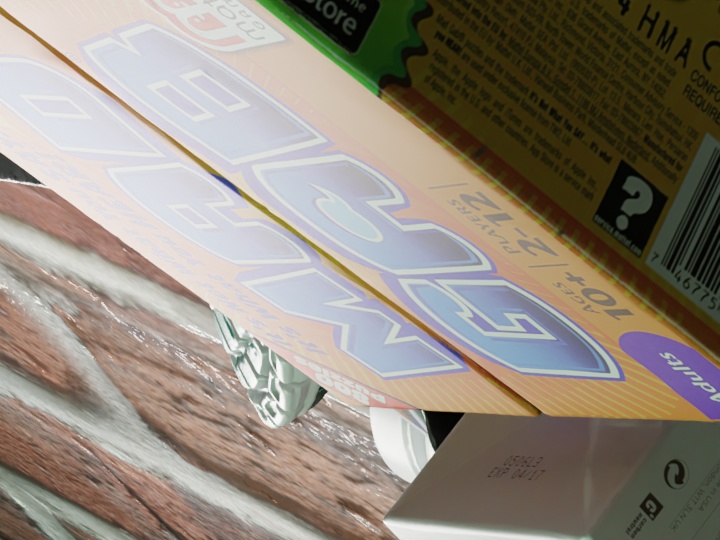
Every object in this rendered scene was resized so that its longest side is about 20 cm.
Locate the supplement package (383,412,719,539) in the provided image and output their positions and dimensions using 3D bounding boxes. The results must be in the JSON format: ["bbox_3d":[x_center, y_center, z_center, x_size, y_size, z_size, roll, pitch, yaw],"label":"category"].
[{"bbox_3d":[0.131,0.099,0.843,0.200,0.120,0.121,47,159,-19],"label":"supplement package"}]

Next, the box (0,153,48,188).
[{"bbox_3d":[-0.109,-0.131,1.071,0.200,0.049,0.200,12,113,55],"label":"box"}]

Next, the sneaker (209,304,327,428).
[{"bbox_3d":[0.000,0.000,1.020,0.200,0.091,0.078,131,118,-70],"label":"sneaker"}]

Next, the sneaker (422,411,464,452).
[{"bbox_3d":[0.101,0.086,1.129,0.199,0.105,0.060,23,155,-25],"label":"sneaker"}]

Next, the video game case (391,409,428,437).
[{"bbox_3d":[-0.055,-0.021,1.196,0.200,0.022,0.182,35,169,43],"label":"video game case"}]

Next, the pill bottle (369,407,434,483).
[{"bbox_3d":[0.102,0.077,1.274,0.199,0.115,0.114,18,155,48],"label":"pill bottle"}]

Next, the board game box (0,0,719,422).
[{"bbox_3d":[0.023,-0.098,0.739,0.200,0.201,0.199,37,160,-27],"label":"board game box"}]
